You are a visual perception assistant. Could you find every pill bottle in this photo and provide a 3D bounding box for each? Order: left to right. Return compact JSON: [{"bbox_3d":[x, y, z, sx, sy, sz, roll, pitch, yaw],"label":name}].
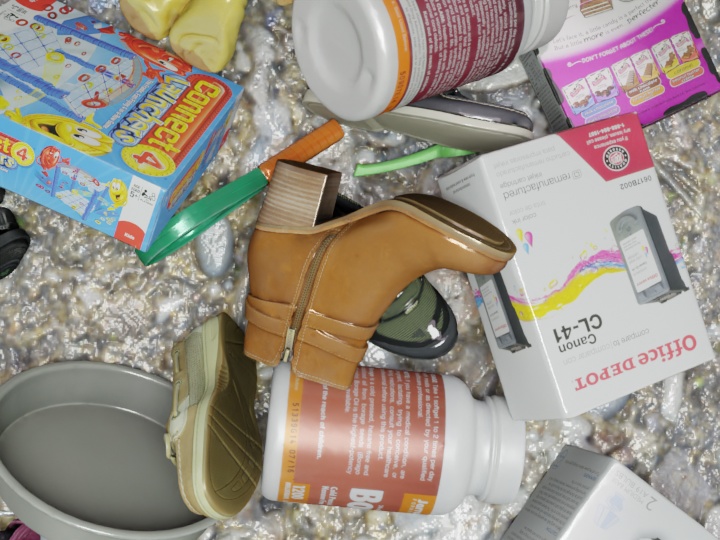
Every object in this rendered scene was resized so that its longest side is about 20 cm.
[{"bbox_3d":[0.024,0.134,0.861,0.199,0.112,0.113,6,85,-4],"label":"pill bottle"},{"bbox_3d":[0.057,-0.193,0.824,0.199,0.114,0.115,-24,88,-32],"label":"pill bottle"}]

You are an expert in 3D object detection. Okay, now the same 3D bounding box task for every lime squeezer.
[{"bbox_3d":[0.099,-0.076,0.921,0.199,0.038,0.071,22,85,-4],"label":"lime squeezer"}]

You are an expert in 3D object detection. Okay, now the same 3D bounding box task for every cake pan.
[{"bbox_3d":[-0.185,0.141,0.816,0.199,0.200,0.037,22,115,-3],"label":"cake pan"}]

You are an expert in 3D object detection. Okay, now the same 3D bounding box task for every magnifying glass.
[{"bbox_3d":[-0.097,-0.065,0.892,0.200,0.080,0.022,-37,91,-16],"label":"magnifying glass"}]

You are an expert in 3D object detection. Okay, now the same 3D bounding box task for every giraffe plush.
[{"bbox_3d":[-0.101,-0.283,0.865,0.173,0.199,0.162,51,47,-20],"label":"giraffe plush"}]

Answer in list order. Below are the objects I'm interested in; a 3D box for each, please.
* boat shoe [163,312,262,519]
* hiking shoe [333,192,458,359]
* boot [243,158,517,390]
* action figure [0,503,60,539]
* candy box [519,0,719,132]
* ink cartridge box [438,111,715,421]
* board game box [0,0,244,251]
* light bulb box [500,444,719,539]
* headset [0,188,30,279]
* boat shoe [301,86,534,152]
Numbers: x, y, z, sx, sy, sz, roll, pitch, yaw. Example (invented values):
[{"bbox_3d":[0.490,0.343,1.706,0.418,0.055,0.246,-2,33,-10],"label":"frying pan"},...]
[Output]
[{"bbox_3d":[-0.119,0.112,0.820,0.063,0.201,0.073,-26,126,13],"label":"boat shoe"},{"bbox_3d":[0.000,0.000,0.875,0.200,0.101,0.076,41,84,-1],"label":"hiking shoe"},{"bbox_3d":[0.007,0.016,0.792,0.199,0.074,0.156,18,103,24],"label":"boot"},{"bbox_3d":[-0.222,0.215,0.857,0.199,0.134,0.150,-2,114,-5],"label":"action figure"},{"bbox_3d":[0.200,-0.212,0.926,0.136,0.061,0.201,-24,89,-4],"label":"candy box"},{"bbox_3d":[0.164,-0.003,0.828,0.147,0.086,0.201,-18,87,-21],"label":"ink cartridge box"},{"bbox_3d":[-0.210,-0.121,0.822,0.195,0.200,0.056,24,122,-3],"label":"board game box"},{"bbox_3d":[0.200,0.280,0.859,0.198,0.125,0.200,37,83,-2],"label":"light bulb box"},{"bbox_3d":[-0.307,-0.050,0.857,0.199,0.094,0.124,-16,87,3],"label":"headset"},{"bbox_3d":[0.049,-0.143,0.882,0.199,0.073,0.063,14,81,21],"label":"boat shoe"}]
